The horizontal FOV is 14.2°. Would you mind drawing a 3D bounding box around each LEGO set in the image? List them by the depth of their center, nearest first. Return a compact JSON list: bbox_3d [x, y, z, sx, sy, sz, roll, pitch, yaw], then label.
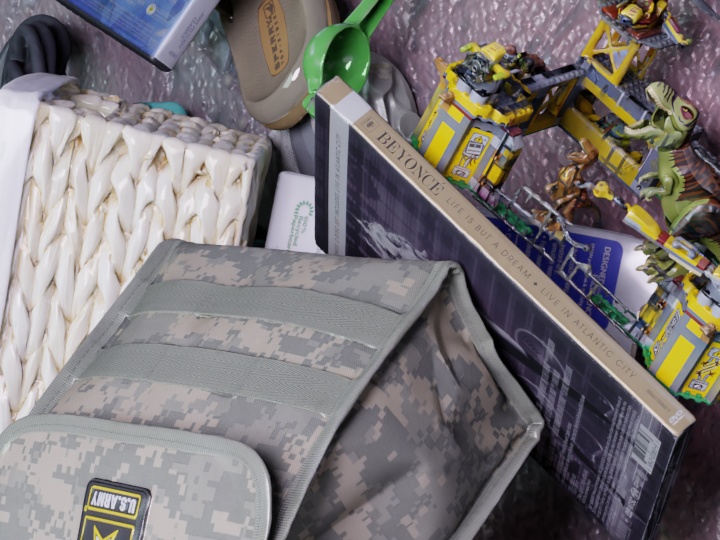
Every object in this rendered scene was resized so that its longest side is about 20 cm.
[{"bbox_3d":[0.129,-0.055,1.135,0.200,0.154,0.116,48,128,28],"label":"LEGO set"}]

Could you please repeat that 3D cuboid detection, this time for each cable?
[{"bbox_3d":[-0.175,-0.052,1.504,0.200,0.051,0.163,-147,70,-80],"label":"cable"}]

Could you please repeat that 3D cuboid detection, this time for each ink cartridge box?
[{"bbox_3d":[0.050,0.020,1.269,0.200,0.037,0.095,11,88,21],"label":"ink cartridge box"}]

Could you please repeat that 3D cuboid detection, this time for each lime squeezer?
[{"bbox_3d":[0.009,-0.076,1.284,0.038,0.071,0.200,74,-168,-55],"label":"lime squeezer"}]

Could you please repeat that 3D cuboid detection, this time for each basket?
[{"bbox_3d":[-0.118,0.020,1.322,0.136,0.123,0.200,-80,2,-82],"label":"basket"}]

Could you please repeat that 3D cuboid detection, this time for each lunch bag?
[{"bbox_3d":[-0.054,0.090,1.156,0.164,0.200,0.118,5,137,42],"label":"lunch bag"}]

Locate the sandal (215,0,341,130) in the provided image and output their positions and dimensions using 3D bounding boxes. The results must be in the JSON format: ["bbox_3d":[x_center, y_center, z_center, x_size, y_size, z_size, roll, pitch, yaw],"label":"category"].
[{"bbox_3d":[-0.059,-0.153,1.374,0.080,0.054,0.200,-46,43,35],"label":"sandal"}]

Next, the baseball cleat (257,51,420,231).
[{"bbox_3d":[0.000,0.000,1.360,0.106,0.070,0.200,-21,70,54],"label":"baseball cleat"}]

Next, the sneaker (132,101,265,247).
[{"bbox_3d":[-0.077,-0.011,1.432,0.200,0.078,0.091,45,123,32],"label":"sneaker"}]

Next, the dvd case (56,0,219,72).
[{"bbox_3d":[-0.079,-0.204,1.365,0.143,0.018,0.200,35,90,41],"label":"dvd case"}]

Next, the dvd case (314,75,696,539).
[{"bbox_3d":[0.054,0.021,1.178,0.200,0.016,0.149,44,163,16],"label":"dvd case"}]
